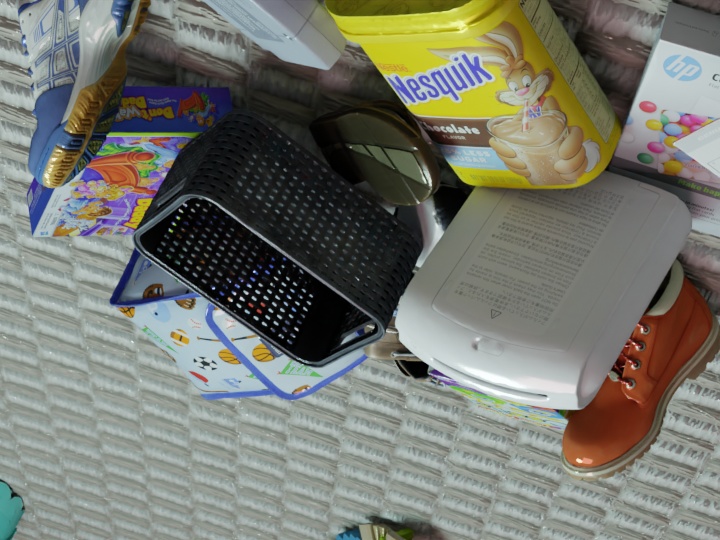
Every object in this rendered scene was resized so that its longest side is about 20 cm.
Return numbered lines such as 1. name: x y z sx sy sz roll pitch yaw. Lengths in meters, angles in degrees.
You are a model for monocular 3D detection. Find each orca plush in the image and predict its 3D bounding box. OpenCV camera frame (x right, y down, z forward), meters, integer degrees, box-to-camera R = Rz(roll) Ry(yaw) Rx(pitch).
1. orca plush: 0.073 -0.028 1.366 0.071 0.106 0.200 -12 155 -13

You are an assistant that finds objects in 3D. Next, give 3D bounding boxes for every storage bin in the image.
1. storage bin: -0.067 -0.023 1.302 0.200 0.094 0.135 36 147 -18

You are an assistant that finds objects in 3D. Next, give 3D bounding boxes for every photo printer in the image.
1. photo printer: 0.133 0.008 1.193 0.166 0.200 0.070 19 147 26

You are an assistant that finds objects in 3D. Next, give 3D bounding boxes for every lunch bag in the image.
1. lunch bag: -0.106 0.037 1.515 0.199 0.124 0.170 -6 140 33

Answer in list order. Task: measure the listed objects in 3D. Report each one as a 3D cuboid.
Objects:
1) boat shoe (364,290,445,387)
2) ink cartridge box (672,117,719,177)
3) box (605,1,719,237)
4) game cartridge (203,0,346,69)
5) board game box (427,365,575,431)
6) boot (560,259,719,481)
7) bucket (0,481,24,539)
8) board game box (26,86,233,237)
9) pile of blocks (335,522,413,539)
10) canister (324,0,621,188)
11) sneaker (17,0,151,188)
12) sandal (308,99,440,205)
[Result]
1. boat shoe: 0.062 0.066 1.458 0.072 0.073 0.200 18 178 41
2. ink cartridge box: 0.325 -0.106 1.038 0.200 0.044 0.173 -28 142 31
3. box: 0.272 -0.098 1.171 0.155 0.041 0.200 17 148 4
4. game cartridge: -0.102 -0.218 1.145 0.200 0.041 0.133 37 179 -26
5. board game box: 0.143 0.069 1.370 0.105 0.103 0.200 13 171 21
6. boot: 0.222 0.080 1.337 0.075 0.200 0.107 17 149 42
7. bucket: -0.599 0.365 2.290 0.206 0.135 0.207 13 149 8
8. board game box: -0.202 -0.092 1.386 0.134 0.045 0.200 -2 157 -24
9. pile of blocks: 0.026 0.350 2.003 0.062 0.082 0.200 -12 -179 -37
10. canister: 0.086 -0.148 1.147 0.148 0.087 0.200 4 148 39
11. sneaker: -0.227 -0.166 1.235 0.088 0.201 0.075 21 -175 8
12. sandal: 0.018 -0.100 1.260 0.082 0.054 0.200 62 166 -13
